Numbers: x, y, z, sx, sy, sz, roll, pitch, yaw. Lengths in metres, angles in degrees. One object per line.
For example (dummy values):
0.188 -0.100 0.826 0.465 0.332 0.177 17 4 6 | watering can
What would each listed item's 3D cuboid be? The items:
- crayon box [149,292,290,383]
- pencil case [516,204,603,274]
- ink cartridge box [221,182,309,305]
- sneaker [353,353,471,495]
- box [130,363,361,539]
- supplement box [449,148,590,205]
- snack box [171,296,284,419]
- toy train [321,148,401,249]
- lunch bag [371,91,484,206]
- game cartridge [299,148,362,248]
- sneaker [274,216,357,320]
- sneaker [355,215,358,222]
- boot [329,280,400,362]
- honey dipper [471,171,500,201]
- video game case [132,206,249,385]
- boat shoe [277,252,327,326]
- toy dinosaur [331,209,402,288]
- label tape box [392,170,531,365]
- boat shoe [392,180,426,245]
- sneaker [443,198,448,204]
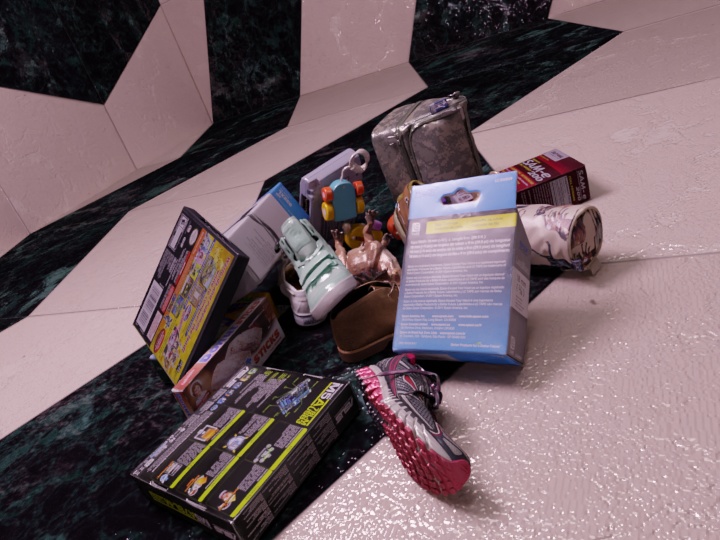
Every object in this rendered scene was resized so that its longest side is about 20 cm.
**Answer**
-0.216 0.094 0.922 0.123 0.052 0.200 -4 30 34 | crayon box
0.221 -0.042 0.787 0.077 0.091 0.198 -27 21 -34 | pencil case
-0.186 -0.034 0.943 0.144 0.084 0.201 -31 18 33 | ink cartridge box
0.055 0.135 0.577 0.073 0.082 0.200 -24 24 -10 | sneaker
-0.128 0.192 0.661 0.190 0.048 0.200 2 34 38 | box
0.253 -0.123 0.950 0.196 0.062 0.109 -21 26 1 | supplement box
-0.173 0.123 0.801 0.024 0.073 0.201 -5 30 31 | snack box
0.017 -0.108 0.995 0.151 0.200 0.056 -48 33 0 | toy train
0.133 -0.203 1.045 0.165 0.203 0.140 -5 29 34 | lunch bag
-0.052 -0.116 1.052 0.132 0.202 0.041 -34 61 -30 | game cartridge
-0.069 -0.010 0.775 0.073 0.119 0.200 -39 11 0 | sneaker
-0.093 -0.110 1.212 0.196 0.067 0.079 -14 22 18 | sneaker
0.051 0.042 0.776 0.197 0.077 0.073 -27 23 -13 | boot
0.142 -0.073 0.858 0.199 0.038 0.038 -42 30 -20 | honey dipper
-0.246 0.034 0.833 0.180 0.025 0.203 34 101 43 | video game case
-0.101 0.006 0.945 0.073 0.088 0.203 -12 25 -7 | boat shoe
0.000 0.000 0.906 0.198 0.085 0.139 -19 55 49 | toy dinosaur
0.120 0.000 0.678 0.142 0.063 0.205 -3 72 36 | label tape box
0.105 -0.032 0.769 0.071 0.069 0.201 -21 60 -26 | boat shoe
0.111 -0.065 0.926 0.079 0.085 0.201 -16 28 14 | sneaker
